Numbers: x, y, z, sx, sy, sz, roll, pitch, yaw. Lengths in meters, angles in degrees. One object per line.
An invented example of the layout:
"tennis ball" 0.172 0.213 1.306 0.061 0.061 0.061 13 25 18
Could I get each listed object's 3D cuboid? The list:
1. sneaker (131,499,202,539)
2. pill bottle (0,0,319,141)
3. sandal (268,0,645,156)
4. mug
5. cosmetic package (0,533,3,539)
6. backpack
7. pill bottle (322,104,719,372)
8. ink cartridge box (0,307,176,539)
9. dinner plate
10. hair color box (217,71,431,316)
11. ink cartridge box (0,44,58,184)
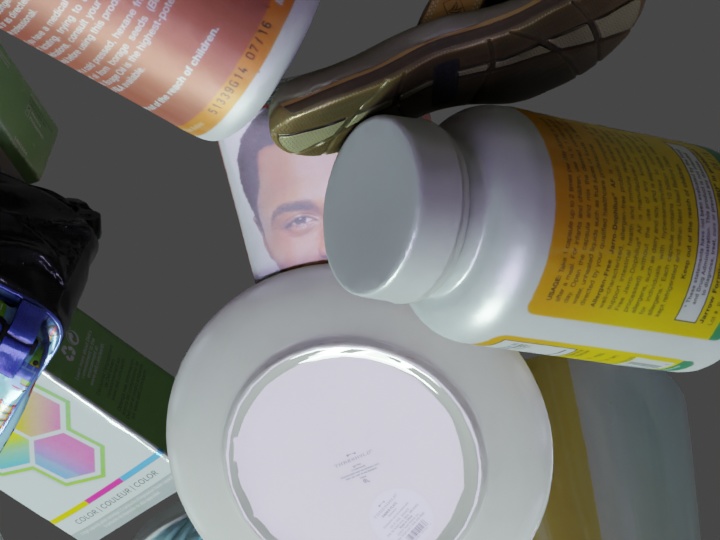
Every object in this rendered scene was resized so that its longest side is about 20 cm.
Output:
"sneaker" -0.094 0.184 1.497 0.074 0.082 0.200 27 132 -16
"pill bottle" -0.124 -0.152 1.153 0.199 0.113 0.112 28 132 -19
"sandal" 0.044 -0.110 1.172 0.199 0.054 0.080 -19 157 -14
"mug" 0.103 0.153 1.360 0.185 0.154 0.150 -14 141 3
"cosmetic package" -0.256 0.180 1.504 0.082 0.051 0.200 5 151 6
"backpack" -0.255 0.010 1.251 0.199 0.135 0.183 30 127 -14
"pill bottle" 0.087 -0.017 1.184 0.199 0.113 0.113 8 139 -31
"ink cartridge box" -0.192 0.066 1.412 0.200 0.060 0.104 38 129 -25
"dinner plate" -0.003 0.093 1.255 0.199 0.024 0.201 3 112 8
"hair color box" 0.000 0.000 1.264 0.101 0.061 0.201 -11 107 13
"ink cartridge box" -0.278 -0.084 1.288 0.199 0.048 0.146 -14 130 23
